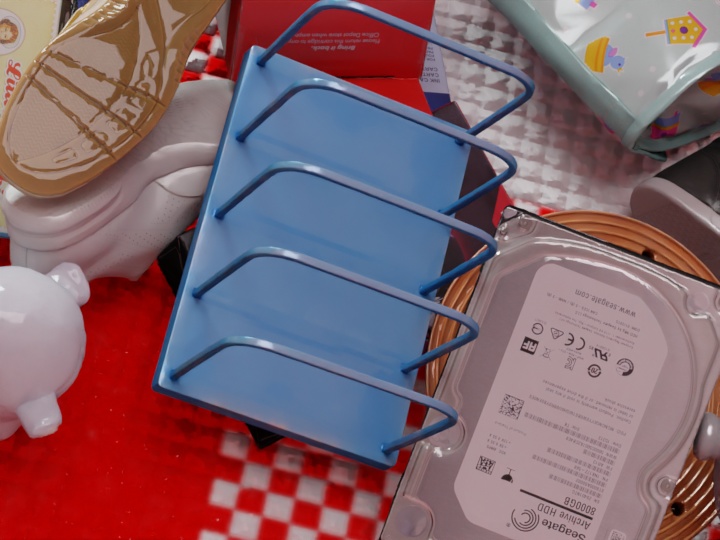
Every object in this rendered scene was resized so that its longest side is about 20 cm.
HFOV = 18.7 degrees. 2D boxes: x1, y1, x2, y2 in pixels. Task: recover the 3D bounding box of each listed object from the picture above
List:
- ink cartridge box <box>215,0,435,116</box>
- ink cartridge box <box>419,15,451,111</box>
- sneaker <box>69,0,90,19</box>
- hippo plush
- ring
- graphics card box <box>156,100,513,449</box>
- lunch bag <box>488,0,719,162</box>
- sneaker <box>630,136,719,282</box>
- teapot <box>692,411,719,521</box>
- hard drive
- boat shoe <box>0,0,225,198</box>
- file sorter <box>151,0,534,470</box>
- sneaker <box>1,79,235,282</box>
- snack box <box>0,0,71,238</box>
[{"bbox_3d":[-0.026,-0.172,1.271,0.116,0.067,0.200,-3,46,-14],"label":"ink cartridge box"},{"bbox_3d":[-0.011,-0.132,1.335,0.119,0.042,0.201,-1,60,-14],"label":"ink cartridge box"},{"bbox_3d":[-0.179,-0.165,1.296,0.078,0.075,0.201,-10,63,-23],"label":"sneaker"},{"bbox_3d":[-0.220,0.009,1.117,0.160,0.200,0.160,13,60,-22],"label":"hippo plush"},{"bbox_3d":[0.129,0.066,1.222,0.199,0.019,0.201,3,78,-15],"label":"ring"},{"bbox_3d":[0.000,0.000,1.228,0.200,0.051,0.126,-26,86,-26],"label":"graphics card box"},{"bbox_3d":[0.179,-0.165,1.353,0.200,0.122,0.171,-28,69,-33],"label":"lunch bag"},{"bbox_3d":[0.268,-0.014,1.306,0.200,0.071,0.099,40,63,17],"label":"sneaker"},{"bbox_3d":[0.249,0.108,1.166,0.145,0.198,0.200,10,44,3],"label":"teapot"},{"bbox_3d":[0.105,0.082,1.157,0.139,0.038,0.201,22,95,3],"label":"hard drive"},{"bbox_3d":[-0.132,-0.111,1.185,0.074,0.069,0.200,39,64,-5],"label":"boat shoe"},{"bbox_3d":[-0.002,-0.020,1.136,0.138,0.123,0.201,20,69,-17],"label":"file sorter"},{"bbox_3d":[-0.116,-0.040,1.225,0.200,0.089,0.075,-28,45,-34],"label":"sneaker"},{"bbox_3d":[-0.224,-0.122,1.212,0.116,0.037,0.201,8,88,1],"label":"snack box"}]
